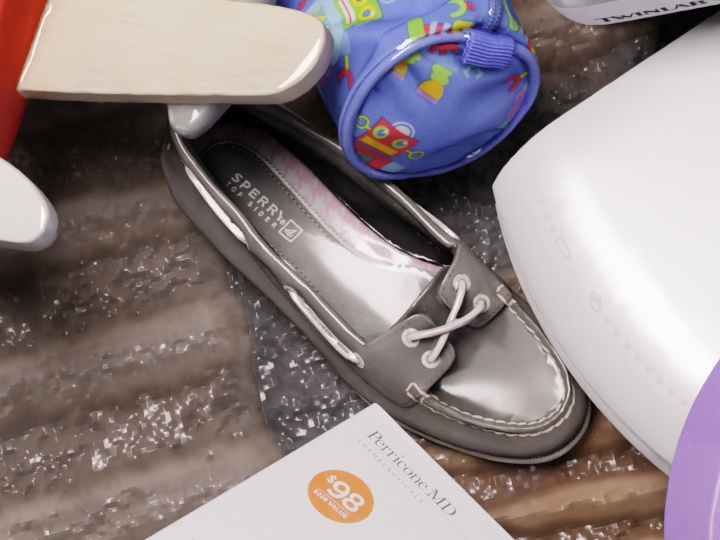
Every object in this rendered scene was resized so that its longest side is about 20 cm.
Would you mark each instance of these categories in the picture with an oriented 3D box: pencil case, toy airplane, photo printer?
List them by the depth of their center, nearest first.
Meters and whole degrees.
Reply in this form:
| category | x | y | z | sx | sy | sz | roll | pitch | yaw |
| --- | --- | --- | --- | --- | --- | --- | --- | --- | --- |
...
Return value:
| category | x | y | z | sx | sy | sz | roll | pitch | yaw |
| --- | --- | --- | --- | --- | --- | --- | --- | --- | --- |
| photo printer | 0.159 | -0.019 | 0.988 | 0.200 | 0.069 | 0.166 | -33 | 69 | -5 |
| toy airplane | -0.130 | -0.098 | 1.012 | 0.199 | 0.141 | 0.200 | -40 | 81 | 18 |
| pencil case | -0.001 | -0.132 | 1.036 | 0.078 | 0.087 | 0.200 | 2 | 51 | -37 |

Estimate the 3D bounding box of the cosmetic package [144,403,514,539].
| category | x | y | z | sx | sy | sz | roll | pitch | yaw |
| --- | --- | --- | --- | --- | --- | --- | --- | --- | --- |
| cosmetic package | 0.015 | 0.154 | 0.924 | 0.200 | 0.052 | 0.151 | 44 | 46 | 20 |

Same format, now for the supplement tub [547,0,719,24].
| category | x | y | z | sx | sy | sz | roll | pitch | yaw |
| --- | --- | --- | --- | --- | --- | --- | --- | --- | --- |
| supplement tub | 0.156 | -0.160 | 0.950 | 0.200 | 0.123 | 0.123 | -9 | 68 | 20 |

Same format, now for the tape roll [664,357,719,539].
| category | x | y | z | sx | sy | sz | roll | pitch | yaw |
| --- | --- | --- | --- | --- | --- | --- | --- | --- | --- |
| tape roll | 0.205 | 0.089 | 0.904 | 0.200 | 0.066 | 0.200 | 0 | 90 | -7 |

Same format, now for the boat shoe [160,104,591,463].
| category | x | y | z | sx | sy | sz | roll | pitch | yaw |
| --- | --- | --- | --- | --- | --- | --- | --- | --- | --- |
| boat shoe | 0.000 | 0.000 | 1.016 | 0.200 | 0.057 | 0.067 | 39 | 78 | 19 |
